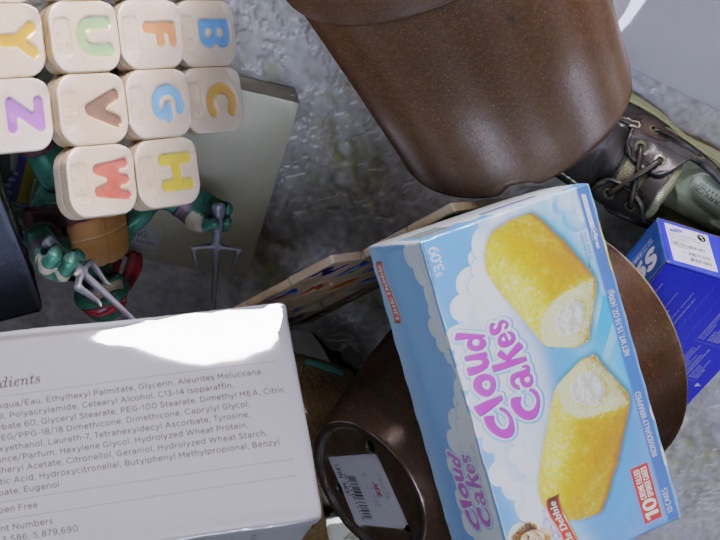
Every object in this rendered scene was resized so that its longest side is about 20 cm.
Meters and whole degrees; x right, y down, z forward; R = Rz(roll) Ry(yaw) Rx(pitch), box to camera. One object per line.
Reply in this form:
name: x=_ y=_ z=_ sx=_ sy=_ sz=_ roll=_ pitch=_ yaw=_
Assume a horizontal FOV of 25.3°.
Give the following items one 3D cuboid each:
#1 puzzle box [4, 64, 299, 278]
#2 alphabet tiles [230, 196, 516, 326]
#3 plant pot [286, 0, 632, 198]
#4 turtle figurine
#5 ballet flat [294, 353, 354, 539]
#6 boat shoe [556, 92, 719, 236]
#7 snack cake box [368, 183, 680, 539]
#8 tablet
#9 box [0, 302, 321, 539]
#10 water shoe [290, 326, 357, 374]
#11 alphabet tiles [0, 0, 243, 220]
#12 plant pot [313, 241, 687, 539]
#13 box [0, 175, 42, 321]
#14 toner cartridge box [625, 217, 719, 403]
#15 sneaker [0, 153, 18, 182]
puzzle box: x=-0.151 y=-0.075 z=1.019 sx=0.199 sy=0.025 sz=0.133 roll=12 pitch=117 yaw=-16
alphabet tiles: x=0.000 y=0.000 z=0.995 sx=0.200 sy=0.167 sz=0.008 roll=-28 pitch=80 yaw=29
plant pot: x=0.058 y=-0.161 z=0.918 sx=0.200 sy=0.200 sz=0.198 roll=-27 pitch=128 yaw=6
turtle figurine: x=-0.158 y=-0.037 z=0.958 sx=0.100 sy=0.150 sz=0.201 roll=0 pitch=114 yaw=33
ballet flat: x=-0.024 y=0.137 z=1.081 sx=0.072 sy=0.068 sz=0.200 roll=1 pitch=126 yaw=3
boat shoe: x=0.192 y=-0.065 z=1.060 sx=0.200 sy=0.066 sz=0.072 roll=23 pitch=114 yaw=-21
snack cake box: x=0.092 y=0.063 z=0.900 sx=0.115 sy=0.067 sz=0.201 roll=-20 pitch=97 yaw=-26
tablet: x=0.250 y=-0.203 z=1.022 sx=0.130 sy=0.014 sz=0.200 roll=22 pitch=113 yaw=-20
box: x=-0.142 y=0.121 z=0.946 sx=0.199 sy=0.131 sz=0.199 roll=-6 pitch=160 yaw=-14
water shoe: x=0.011 y=0.106 z=1.138 sx=0.079 sy=0.071 sz=0.200 roll=-44 pitch=114 yaw=-24
alphabet tiles: x=-0.139 y=-0.132 z=0.904 sx=0.195 sy=0.015 sz=0.201 roll=-10 pitch=96 yaw=-49
plant pot: x=0.072 y=0.090 z=1.011 sx=0.200 sy=0.187 sz=0.187 roll=-31 pitch=129 yaw=-36
box: x=-0.280 y=-0.014 z=0.935 sx=0.157 sy=0.051 sz=0.200 roll=-15 pitch=158 yaw=-9
toner cartridge box: x=0.196 y=0.054 z=1.108 sx=0.095 sy=0.043 sz=0.200 roll=17 pitch=134 yaw=-18
sneaker: x=-0.306 y=-0.058 z=0.958 sx=0.199 sy=0.079 sz=0.076 roll=-3 pitch=117 yaw=2
